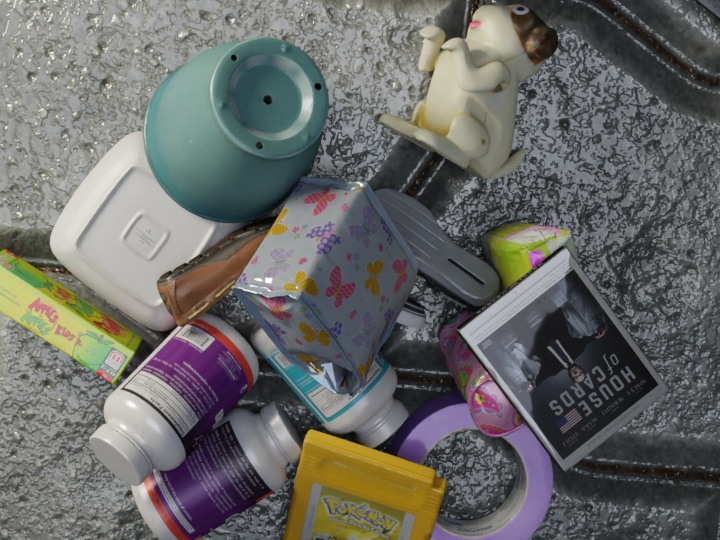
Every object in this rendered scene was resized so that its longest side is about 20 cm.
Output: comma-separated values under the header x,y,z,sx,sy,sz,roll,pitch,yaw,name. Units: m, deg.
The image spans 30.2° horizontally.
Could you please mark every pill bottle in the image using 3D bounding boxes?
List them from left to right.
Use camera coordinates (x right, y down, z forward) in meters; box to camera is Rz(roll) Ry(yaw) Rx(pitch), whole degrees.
x,y,z,sx,sy,sz,roll,pitch,yaw,name
-0.217,0.150,1.546,0.113,0.112,0.200,47,60,-7,pill bottle
-0.168,0.242,1.609,0.199,0.112,0.113,-31,98,1,pill bottle
-0.031,0.118,1.604,0.111,0.111,0.200,-40,98,2,pill bottle

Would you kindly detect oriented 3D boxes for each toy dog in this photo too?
x,y,z,sx,sy,sz,roll,pitch,yaw,name
0.149,-0.217,1.564,0.193,0.140,0.201,27,95,-19,toy dog

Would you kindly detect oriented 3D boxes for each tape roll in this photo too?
x,y,z,sx,sy,sz,roll,pitch,yaw,name
0.135,0.254,1.653,0.199,0.066,0.201,0,96,-4,tape roll

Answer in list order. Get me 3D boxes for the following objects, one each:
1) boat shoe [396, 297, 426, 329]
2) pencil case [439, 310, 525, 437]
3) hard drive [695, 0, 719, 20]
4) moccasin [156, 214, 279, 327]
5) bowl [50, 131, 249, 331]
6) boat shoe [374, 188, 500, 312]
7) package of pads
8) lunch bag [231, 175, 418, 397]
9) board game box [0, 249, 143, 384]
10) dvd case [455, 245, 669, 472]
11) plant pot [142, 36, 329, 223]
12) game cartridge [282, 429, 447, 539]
x,y,z,sx,sy,sz,roll,pitch,yaw,name
0.000,0.000,1.617,0.199,0.070,0.066,30,96,1,boat shoe
0.149,0.115,1.568,0.087,0.200,0.088,-2,110,-6,pencil case
0.466,-0.400,1.605,0.135,0.042,0.200,35,94,-7,hard drive
-0.135,-0.003,1.549,0.201,0.074,0.078,-33,106,-22,moccasin
-0.254,-0.045,1.590,0.200,0.075,0.200,37,93,-5,bowl
0.079,-0.015,1.612,0.200,0.071,0.072,42,65,15,boat shoe
0.206,0.023,1.561,0.068,0.200,0.155,-17,97,-8,package of pads
-0.028,0.022,1.494,0.200,0.127,0.170,53,56,-40,lunch bag
-0.357,0.053,1.580,0.200,0.102,0.048,34,93,-7,board game box
0.221,0.097,1.456,0.150,0.025,0.200,-38,98,-1,dvd case
-0.125,-0.170,1.493,0.199,0.188,0.201,4,79,-21,plant pot
0.001,0.295,1.604,0.175,0.032,0.201,17,128,6,game cartridge
